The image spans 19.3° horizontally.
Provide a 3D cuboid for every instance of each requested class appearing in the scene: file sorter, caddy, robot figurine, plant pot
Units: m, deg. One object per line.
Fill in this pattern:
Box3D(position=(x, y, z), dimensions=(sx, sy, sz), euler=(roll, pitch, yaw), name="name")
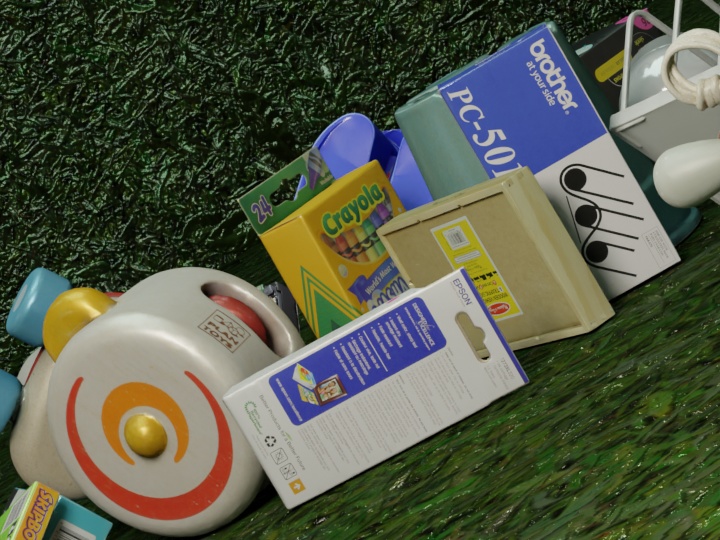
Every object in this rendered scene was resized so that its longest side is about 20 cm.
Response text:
Box3D(position=(0.307, -0.157, 1.567), dimensions=(0.200, 0.139, 0.125), euler=(-25, 46, 42), name="file sorter")
Box3D(position=(0.016, -0.039, 1.828), dimensions=(0.141, 0.200, 0.105), euler=(12, -18, 18), name="caddy")
Box3D(position=(0.292, -0.154, 1.923), dimensions=(0.169, 0.113, 0.200), euler=(-30, 6, 14), name="robot figurine")
Box3D(position=(0.138, -0.079, 1.689), dimensions=(0.200, 0.196, 0.200), euler=(-30, 6, 3), name="plant pot")

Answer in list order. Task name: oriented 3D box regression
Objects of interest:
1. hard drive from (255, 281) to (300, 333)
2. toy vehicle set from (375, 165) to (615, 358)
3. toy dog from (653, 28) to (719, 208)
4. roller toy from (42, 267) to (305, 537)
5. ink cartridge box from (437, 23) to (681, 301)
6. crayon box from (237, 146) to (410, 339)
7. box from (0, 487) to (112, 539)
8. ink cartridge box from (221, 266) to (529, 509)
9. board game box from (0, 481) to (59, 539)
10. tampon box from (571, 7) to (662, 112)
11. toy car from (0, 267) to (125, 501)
Box3D(position=(-0.132, 0.108, 1.802), dimensions=(0.200, 0.140, 0.038), euler=(-28, -35, 31), name="hard drive")
Box3D(position=(0.096, 0.000, 1.582), dimensions=(0.026, 0.124, 0.200), euler=(-34, 7, -27), name="toy vehicle set")
Box3D(position=(0.305, -0.102, 1.451), dimensions=(0.200, 0.132, 0.096), euler=(2, 10, 18), name="toy dog")
Box3D(position=(-0.137, 0.099, 1.602), dimensions=(0.182, 0.200, 0.140), euler=(-4, 18, 23), name="roller toy")
Box3D(position=(0.146, -0.072, 1.563), dimensions=(0.094, 0.200, 0.044), euler=(-29, 7, 7), name="ink cartridge box")
Box3D(position=(0.000, 0.000, 1.677), dimensions=(0.052, 0.200, 0.126), euler=(-25, 9, 38), name="crayon box")
Box3D(position=(-0.256, 0.222, 1.682), dimensions=(0.082, 0.049, 0.200), euler=(-63, 15, -12), name="box")
Box3D(position=(0.011, 0.081, 1.481), dimensions=(0.200, 0.095, 0.037), euler=(-29, 6, 16), name="ink cartridge box")
Box3D(position=(-0.291, 0.241, 1.614), dimensions=(0.200, 0.030, 0.096), euler=(-40, 25, 47), name="board game box")
Box3D(position=(0.228, -0.168, 2.259), dimensions=(0.200, 0.126, 0.150), euler=(-24, 10, 45), name="tampon box")
Box3D(position=(-0.233, 0.092, 1.789), dimensions=(0.177, 0.184, 0.200), euler=(-62, 17, 2), name="toy car")
